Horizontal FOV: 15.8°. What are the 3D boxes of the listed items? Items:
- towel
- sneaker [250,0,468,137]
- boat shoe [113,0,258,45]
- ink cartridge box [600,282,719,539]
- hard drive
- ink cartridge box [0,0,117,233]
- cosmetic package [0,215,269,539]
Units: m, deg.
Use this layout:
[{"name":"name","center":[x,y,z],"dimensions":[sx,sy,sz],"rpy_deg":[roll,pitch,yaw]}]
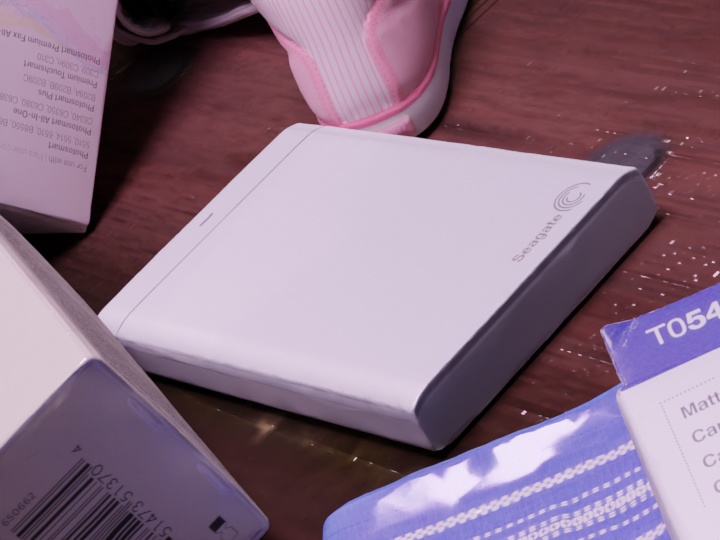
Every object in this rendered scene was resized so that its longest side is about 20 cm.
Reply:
[{"name":"towel","center":[0.050,0.111,0.772],"dimensions":[0.144,0.024,0.200],"rpy_deg":[-23,30,14]},{"name":"sneaker","center":[-0.005,-0.141,1.128],"dimensions":[0.075,0.105,0.201],"rpy_deg":[-23,29,16]},{"name":"boat shoe","center":[-0.103,-0.141,1.256],"dimensions":[0.199,0.072,0.066],"rpy_deg":[-2,52,41]},{"name":"ink cartridge box","center":[0.176,0.034,0.709],"dimensions":[0.199,0.041,0.201],"rpy_deg":[-25,42,5]},{"name":"hard drive","center":[0.000,0.000,0.984],"dimensions":[0.199,0.027,0.132],"rpy_deg":[12,50,49]},{"name":"ink cartridge box","center":[-0.196,-0.100,1.151],"dimensions":[0.128,0.125,0.201],"rpy_deg":[-1,79,43]},{"name":"cosmetic package","center":[-0.125,0.050,0.925],"dimensions":[0.087,0.103,0.200],"rpy_deg":[-45,31,-1]}]
